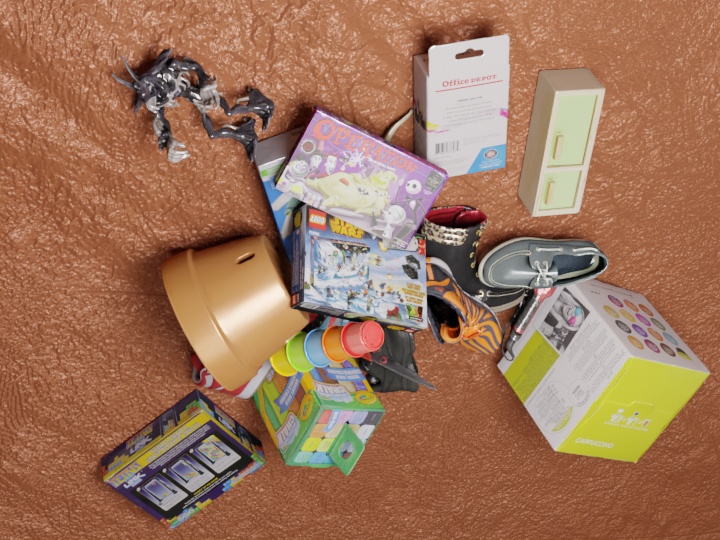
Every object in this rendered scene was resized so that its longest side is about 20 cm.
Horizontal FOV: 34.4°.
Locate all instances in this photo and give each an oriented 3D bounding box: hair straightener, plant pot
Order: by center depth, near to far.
[{"bbox_3d":[-0.161,0.042,1.578,0.139,0.200,0.201,-29,129,3],"label":"plant pot"},{"bbox_3d":[0.268,0.046,1.788,0.041,0.077,0.201,25,94,-4],"label":"hair straightener"}]

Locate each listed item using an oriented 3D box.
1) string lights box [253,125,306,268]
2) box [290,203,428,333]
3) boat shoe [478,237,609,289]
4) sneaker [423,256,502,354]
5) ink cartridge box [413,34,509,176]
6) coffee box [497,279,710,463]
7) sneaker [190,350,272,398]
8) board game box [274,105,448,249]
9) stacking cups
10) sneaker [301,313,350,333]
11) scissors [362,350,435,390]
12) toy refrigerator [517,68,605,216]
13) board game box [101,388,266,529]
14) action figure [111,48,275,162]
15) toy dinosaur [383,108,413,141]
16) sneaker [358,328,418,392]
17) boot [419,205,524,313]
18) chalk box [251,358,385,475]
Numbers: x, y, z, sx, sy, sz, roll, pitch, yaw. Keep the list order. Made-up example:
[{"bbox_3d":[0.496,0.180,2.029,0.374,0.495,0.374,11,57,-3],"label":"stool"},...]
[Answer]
[{"bbox_3d":[-0.073,-0.094,1.593,0.102,0.059,0.201,-21,129,-5],"label":"string lights box"},{"bbox_3d":[0.000,0.000,1.568,0.199,0.138,0.040,14,156,-31],"label":"box"},{"bbox_3d":[0.269,-0.008,1.695,0.199,0.062,0.073,-7,109,-20],"label":"boat shoe"},{"bbox_3d":[0.140,0.079,1.672,0.077,0.112,0.200,-36,122,20],"label":"sneaker"},{"bbox_3d":[0.133,-0.229,1.552,0.114,0.068,0.201,-11,128,-11],"label":"ink cartridge box"},{"bbox_3d":[0.375,0.155,1.812,0.199,0.198,0.201,13,121,-37],"label":"coffee box"},{"bbox_3d":[-0.176,0.105,1.702,0.112,0.071,0.201,14,122,-30],"label":"sneaker"},{"bbox_3d":[0.001,-0.119,1.520,0.199,0.032,0.121,24,106,-17],"label":"board game box"},{"bbox_3d":[-0.044,0.100,1.592,0.060,0.061,0.199,29,149,-32],"label":"stacking cups"},{"bbox_3d":[-0.012,0.028,1.704,0.200,0.079,0.095,-44,145,14],"label":"sneaker"},{"bbox_3d":[0.021,0.133,1.725,0.073,0.200,0.014,-46,160,-1],"label":"scissors"},{"bbox_3d":[0.281,-0.177,1.637,0.075,0.070,0.201,-5,127,-14],"label":"toy refrigerator"},{"bbox_3d":[-0.276,0.298,1.824,0.199,0.057,0.165,-35,126,10],"label":"board game box"},{"bbox_3d":[-0.208,-0.203,1.446,0.199,0.102,0.119,14,132,-28],"label":"action figure"},{"bbox_3d":[0.023,-0.122,1.593,0.047,0.088,0.201,22,119,2],"label":"toy dinosaur"},{"bbox_3d":[0.039,0.118,1.780,0.090,0.076,0.201,-10,126,-3],"label":"sneaker"},{"bbox_3d":[0.163,-0.016,1.721,0.198,0.073,0.151,2,125,-12],"label":"boot"},{"bbox_3d":[-0.058,0.210,1.721,0.123,0.200,0.125,9,123,-37],"label":"chalk box"}]
